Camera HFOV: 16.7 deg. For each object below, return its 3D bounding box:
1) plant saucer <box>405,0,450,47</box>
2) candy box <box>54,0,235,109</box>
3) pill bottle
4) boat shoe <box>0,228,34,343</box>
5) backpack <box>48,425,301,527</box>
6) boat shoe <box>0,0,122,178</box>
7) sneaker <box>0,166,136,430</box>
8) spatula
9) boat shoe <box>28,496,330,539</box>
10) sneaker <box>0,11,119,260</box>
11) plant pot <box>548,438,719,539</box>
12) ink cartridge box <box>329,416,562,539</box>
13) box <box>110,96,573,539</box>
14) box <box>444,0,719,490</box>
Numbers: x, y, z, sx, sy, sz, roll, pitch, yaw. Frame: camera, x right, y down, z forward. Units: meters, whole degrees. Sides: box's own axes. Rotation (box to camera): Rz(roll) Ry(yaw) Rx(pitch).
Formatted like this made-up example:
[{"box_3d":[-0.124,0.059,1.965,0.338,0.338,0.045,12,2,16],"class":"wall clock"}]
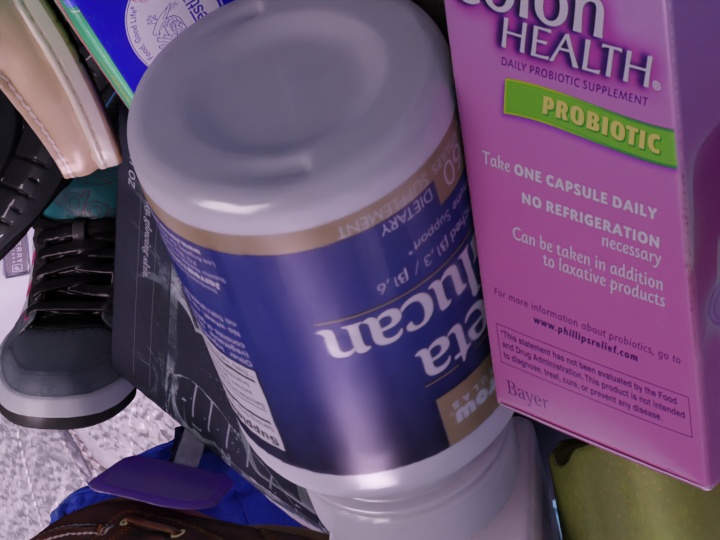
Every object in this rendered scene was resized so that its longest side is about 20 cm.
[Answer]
[{"box_3d":[-0.008,-0.141,0.851,0.201,0.037,0.201,51,164,21],"class":"plant saucer"},{"box_3d":[-0.094,-0.138,0.919,0.200,0.077,0.169,56,178,41],"class":"candy box"},{"box_3d":[-0.002,0.008,0.852,0.111,0.111,0.201,28,150,37],"class":"pill bottle"},{"box_3d":[-0.203,-0.018,1.359,0.201,0.070,0.070,96,159,-47],"class":"boat shoe"},{"box_3d":[-0.078,0.158,1.239,0.200,0.167,0.163,-12,95,56],"class":"backpack"},{"box_3d":[-0.168,-0.114,0.974,0.201,0.069,0.074,58,178,-17],"class":"boat shoe"},{"box_3d":[-0.134,-0.013,1.189,0.083,0.200,0.121,1,114,2],"class":"sneaker"},{"box_3d":[-0.071,0.067,1.154,0.056,0.200,0.021,12,117,10],"class":"spatula"},{"box_3d":[-0.088,0.139,1.073,0.199,0.070,0.071,-5,96,40],"class":"boat shoe"},{"box_3d":[-0.135,-0.069,1.133,0.200,0.082,0.073,-50,60,17],"class":"sneaker"},{"box_3d":[0.157,0.138,0.931,0.200,0.199,0.191,-23,84,56],"class":"plant pot"},{"box_3d":[0.047,0.181,0.975,0.083,0.146,0.201,-8,133,11],"class":"ink cartridge box"},{"box_3d":[0.000,0.000,1.057,0.196,0.124,0.201,35,140,27],"class":"box"},{"box_3d":[0.125,-0.065,0.797,0.096,0.176,0.201,20,130,43],"class":"box"}]
